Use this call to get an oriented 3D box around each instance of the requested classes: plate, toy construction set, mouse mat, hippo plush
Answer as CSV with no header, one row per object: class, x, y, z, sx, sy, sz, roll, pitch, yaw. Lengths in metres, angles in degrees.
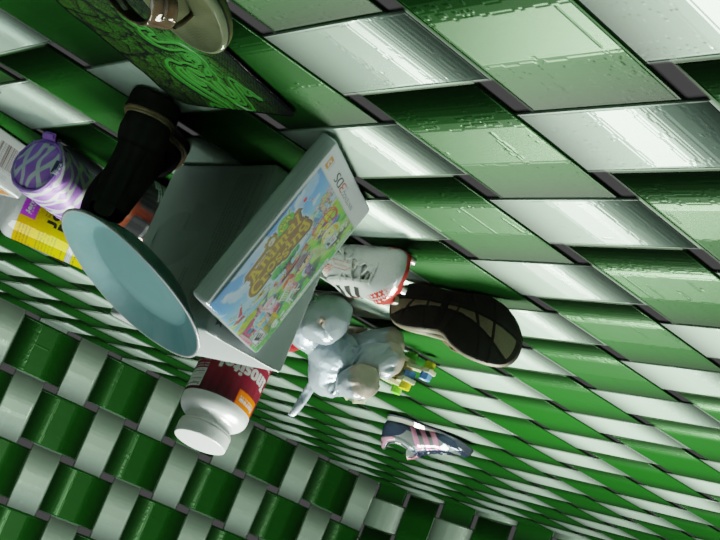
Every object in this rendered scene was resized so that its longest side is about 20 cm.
plate,-0.232,0.008,1.319,0.200,0.026,0.200,35,154,20
toy construction set,0.021,0.154,2.061,0.131,0.092,0.200,27,155,-22
mouse mat,-0.169,-0.196,1.169,0.161,0.008,0.200,11,164,38
hippo plush,-0.038,0.097,1.892,0.200,0.159,0.161,-16,111,46

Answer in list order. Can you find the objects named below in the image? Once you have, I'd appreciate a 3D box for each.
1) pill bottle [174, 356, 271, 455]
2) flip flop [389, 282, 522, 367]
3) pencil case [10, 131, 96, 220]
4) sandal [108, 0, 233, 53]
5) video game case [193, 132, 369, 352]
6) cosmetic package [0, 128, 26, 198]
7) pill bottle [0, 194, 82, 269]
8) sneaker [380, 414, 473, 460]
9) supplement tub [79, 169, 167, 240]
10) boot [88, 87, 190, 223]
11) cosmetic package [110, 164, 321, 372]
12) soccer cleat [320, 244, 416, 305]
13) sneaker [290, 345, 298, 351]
pill bottle,-0.211,0.182,1.996,0.113,0.200,0.113,18,153,10
flip flop,0.121,0.069,1.576,0.200,0.081,0.058,16,161,41
pencil case,-0.374,-0.104,1.675,0.084,0.086,0.200,11,162,25
sandal,-0.170,-0.221,0.964,0.080,0.057,0.201,13,164,33
video game case,-0.073,-0.022,1.282,0.022,0.200,0.182,36,171,20
cosmetic package,-0.552,-0.164,1.750,0.200,0.071,0.101,13,164,35
pill bottle,-0.451,-0.078,1.852,0.200,0.104,0.104,24,166,-10
sneaker,0.139,0.375,2.719,0.200,0.082,0.070,18,166,15
supplement tub,-0.259,-0.051,1.653,0.107,0.107,0.200,8,160,45
boot,-0.248,-0.102,1.372,0.077,0.139,0.200,21,167,4
cosmetic package,-0.151,-0.007,1.453,0.123,0.200,0.200,32,163,-36
soccer cleat,0.000,0.000,1.534,0.085,0.069,0.200,22,172,-18
sneaker,-0.121,0.089,2.038,0.115,0.078,0.200,13,165,37
